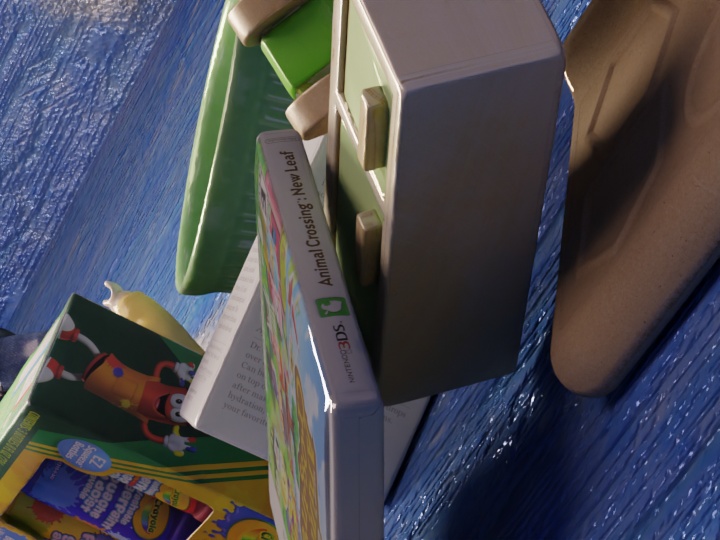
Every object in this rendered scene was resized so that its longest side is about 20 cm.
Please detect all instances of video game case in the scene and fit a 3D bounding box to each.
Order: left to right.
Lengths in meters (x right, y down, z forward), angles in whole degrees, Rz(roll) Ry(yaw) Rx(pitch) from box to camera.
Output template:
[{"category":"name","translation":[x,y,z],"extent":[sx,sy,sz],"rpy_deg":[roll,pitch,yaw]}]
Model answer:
[{"category":"video game case","translation":[-0.017,0.075,0.971],"extent":[0.182,0.022,0.201],"rpy_deg":[-108,14,-53]}]

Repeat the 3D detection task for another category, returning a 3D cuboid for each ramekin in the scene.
[{"category":"ramekin","translation":[-0.043,-0.076,1.427],"extent":[0.200,0.097,0.201],"rpy_deg":[-169,90,-82]}]

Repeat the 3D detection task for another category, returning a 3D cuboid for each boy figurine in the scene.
[{"category":"boy figurine","translation":[-0.131,0.068,1.414],"extent":[0.064,0.199,0.125],"rpy_deg":[-21,-69,-73]}]

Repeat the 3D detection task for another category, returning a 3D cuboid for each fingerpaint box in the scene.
[{"category":"fingerpaint box","translation":[-0.119,0.114,1.305],"extent":[0.200,0.166,0.074],"rpy_deg":[-46,21,57]}]

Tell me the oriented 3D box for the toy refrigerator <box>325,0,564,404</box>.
[{"category":"toy refrigerator","translation":[0.025,-0.037,0.949],"extent":[0.201,0.070,0.076],"rpy_deg":[95,157,-54]}]

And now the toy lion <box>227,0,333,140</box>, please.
[{"category":"toy lion","translation":[0.060,-0.138,1.045],"extent":[0.200,0.069,0.192],"rpy_deg":[-35,-7,16]}]

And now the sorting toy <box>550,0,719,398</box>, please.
[{"category":"sorting toy","translation":[0.129,-0.075,0.912],"extent":[0.201,0.036,0.185],"rpy_deg":[-86,21,-47]}]

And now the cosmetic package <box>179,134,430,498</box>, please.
[{"category":"cosmetic package","translation":[0.000,0.000,1.162],"extent":[0.201,0.101,0.071],"rpy_deg":[-65,11,-2]}]
